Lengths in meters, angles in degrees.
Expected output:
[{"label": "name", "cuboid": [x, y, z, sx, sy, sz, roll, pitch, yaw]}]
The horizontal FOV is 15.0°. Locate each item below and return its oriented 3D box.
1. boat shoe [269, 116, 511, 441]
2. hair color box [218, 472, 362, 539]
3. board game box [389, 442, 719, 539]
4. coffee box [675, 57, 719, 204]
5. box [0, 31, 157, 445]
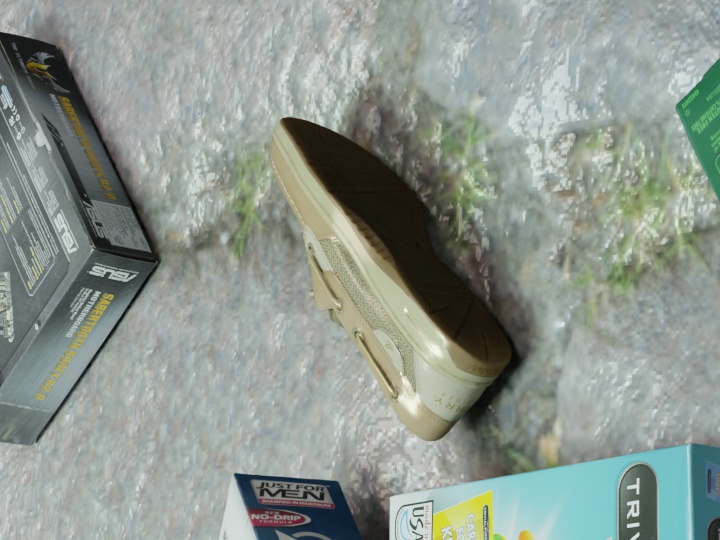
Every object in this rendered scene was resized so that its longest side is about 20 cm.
[{"label": "boat shoe", "cuboid": [0.000, 0.000, 1.371, 0.065, 0.071, 0.200, -55, 46, 25]}, {"label": "hair color box", "cuboid": [-0.024, 0.193, 1.308, 0.200, 0.060, 0.100, -117, 36, -57]}, {"label": "board game box", "cuboid": [0.093, 0.167, 1.237, 0.200, 0.047, 0.152, -16, 69, 48]}, {"label": "coffee box", "cuboid": [0.214, -0.028, 1.137, 0.123, 0.044, 0.201, -48, 48, 34]}, {"label": "box", "cuboid": [-0.210, -0.020, 1.651, 0.159, 0.048, 0.200, -55, 44, 28]}]
